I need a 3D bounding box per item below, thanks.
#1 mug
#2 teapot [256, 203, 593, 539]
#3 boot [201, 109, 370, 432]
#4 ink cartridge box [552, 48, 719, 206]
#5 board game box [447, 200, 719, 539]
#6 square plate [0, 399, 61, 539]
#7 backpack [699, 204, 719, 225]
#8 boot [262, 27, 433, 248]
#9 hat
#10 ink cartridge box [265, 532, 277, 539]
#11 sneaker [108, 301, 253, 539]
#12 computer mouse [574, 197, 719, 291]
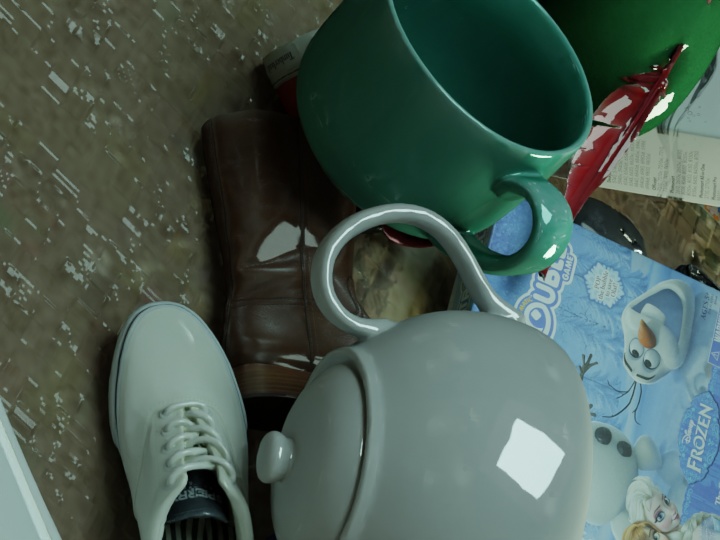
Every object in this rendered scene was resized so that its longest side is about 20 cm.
[{"bbox_3d":[0.038,-0.083,1.400,0.152,0.114,0.185,31,38,-22],"label":"mug"},{"bbox_3d":[0.018,0.101,1.263,0.146,0.198,0.200,14,35,-20],"label":"teapot"},{"bbox_3d":[0.000,0.000,1.425,0.186,0.064,0.200,11,55,-25],"label":"boot"},{"bbox_3d":[0.205,-0.110,1.631,0.068,0.200,0.116,85,20,-47],"label":"ink cartridge box"},{"bbox_3d":[0.139,0.081,1.500,0.199,0.043,0.200,23,64,-17],"label":"board game box"},{"bbox_3d":[-0.219,0.115,1.170,0.200,0.028,0.198,-19,83,-50],"label":"square plate"},{"bbox_3d":[0.315,-0.106,1.769,0.151,0.178,0.200,43,40,10],"label":"backpack"},{"bbox_3d":[0.041,-0.091,1.543,0.200,0.072,0.144,-23,87,-43],"label":"boot"},{"bbox_3d":[0.182,-0.094,1.542,0.166,0.200,0.176,73,2,-83],"label":"hat"},{"bbox_3d":[0.015,0.233,1.348,0.200,0.044,0.094,46,40,-20],"label":"ink cartridge box"},{"bbox_3d":[-0.083,0.105,1.274,0.073,0.071,0.200,-6,71,-17],"label":"sneaker"},{"bbox_3d":[0.201,0.000,1.693,0.200,0.034,0.059,25,51,-38],"label":"computer mouse"}]
